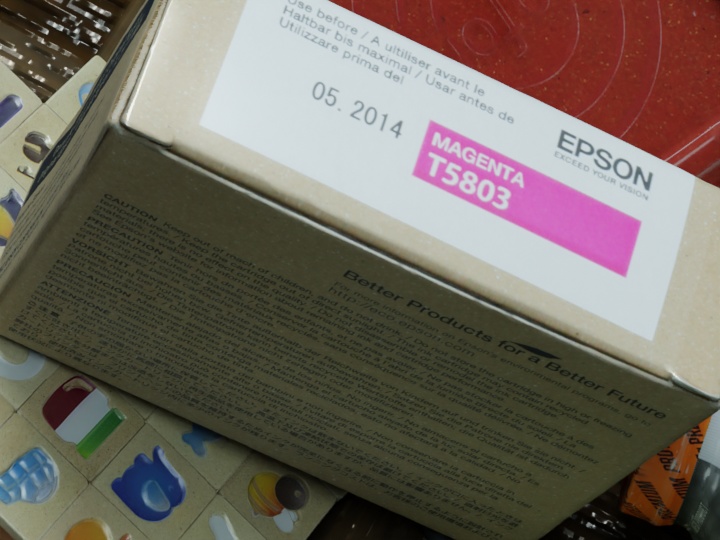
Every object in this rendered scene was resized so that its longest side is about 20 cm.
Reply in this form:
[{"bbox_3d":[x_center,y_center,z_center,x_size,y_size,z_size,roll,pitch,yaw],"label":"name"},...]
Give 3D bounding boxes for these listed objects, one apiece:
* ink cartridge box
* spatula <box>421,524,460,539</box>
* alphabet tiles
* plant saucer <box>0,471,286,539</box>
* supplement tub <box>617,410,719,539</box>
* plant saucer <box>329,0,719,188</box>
[{"bbox_3d":[0.000,0.000,0.930,0.200,0.165,0.075,26,60,-11],"label":"ink cartridge box"},{"bbox_3d":[0.018,0.050,1.027,0.056,0.021,0.200,-10,71,-38],"label":"spatula"},{"bbox_3d":[-0.087,0.018,0.994,0.200,0.006,0.166,45,48,-4],"label":"alphabet tiles"},{"bbox_3d":[-0.115,0.126,0.982,0.200,0.032,0.201,2,66,-4],"label":"plant saucer"},{"bbox_3d":[0.193,0.062,0.983,0.200,0.123,0.123,16,66,2],"label":"supplement tub"},{"bbox_3d":[0.051,-0.086,0.979,0.200,0.200,0.037,50,33,-5],"label":"plant saucer"}]
